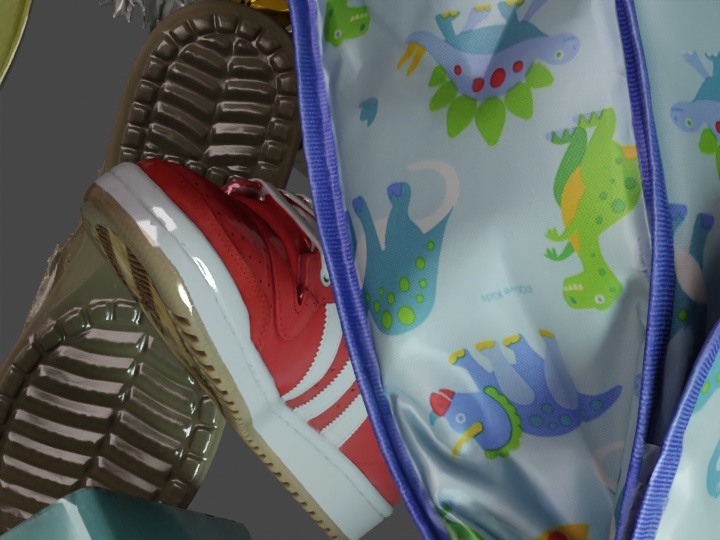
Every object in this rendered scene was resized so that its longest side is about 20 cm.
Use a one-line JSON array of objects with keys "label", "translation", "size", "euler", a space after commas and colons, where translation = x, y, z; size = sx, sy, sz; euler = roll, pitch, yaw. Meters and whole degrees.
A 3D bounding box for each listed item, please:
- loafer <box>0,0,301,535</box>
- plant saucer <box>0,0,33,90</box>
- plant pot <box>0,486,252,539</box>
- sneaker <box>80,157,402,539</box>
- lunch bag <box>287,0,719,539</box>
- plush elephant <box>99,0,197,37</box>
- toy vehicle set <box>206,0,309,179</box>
[{"label": "loafer", "translation": [-0.064, 0.009, 0.820], "size": [0.076, 0.067, 0.201], "euler": [25, 103, 0]}, {"label": "plant saucer", "translation": [-0.198, -0.097, 0.925], "size": [0.199, 0.031, 0.201], "euler": [-6, 72, 19]}, {"label": "plant pot", "translation": [-0.065, 0.188, 0.735], "size": [0.141, 0.141, 0.201], "euler": [-33, 73, 8]}, {"label": "sneaker", "translation": [0.000, 0.000, 0.733], "size": [0.112, 0.200, 0.071], "euler": [-38, 61, -3]}, {"label": "lunch bag", "translation": [0.082, 0.009, 0.674], "size": [0.127, 0.170, 0.201], "euler": [-14, 79, 37]}, {"label": "plush elephant", "translation": [-0.028, -0.166, 0.776], "size": [0.155, 0.164, 0.201], "euler": [17, 99, 60]}, {"label": "toy vehicle set", "translation": [0.038, -0.134, 0.851], "size": [0.199, 0.027, 0.125], "euler": [-32, 66, 9]}]
